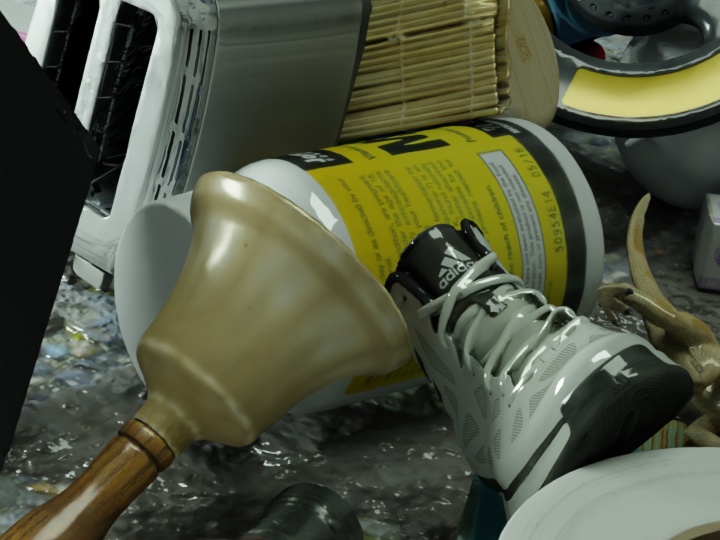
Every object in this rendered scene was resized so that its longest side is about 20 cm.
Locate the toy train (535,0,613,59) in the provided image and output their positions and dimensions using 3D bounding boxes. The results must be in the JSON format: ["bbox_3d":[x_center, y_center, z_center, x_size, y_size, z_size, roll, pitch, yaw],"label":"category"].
[{"bbox_3d":[0.053,-0.126,1.289,0.200,0.085,0.116,-19,6,-9],"label":"toy train"}]

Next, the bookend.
[{"bbox_3d":[-0.224,0.011,0.918,0.199,0.092,0.200,-19,35,21],"label":"bookend"}]

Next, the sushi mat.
[{"bbox_3d":[-0.009,-0.107,1.120,0.200,0.096,0.012,-7,-15,40],"label":"sushi mat"}]

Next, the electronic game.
[{"bbox_3d":[0.144,-0.160,1.213,0.200,0.042,0.200,-3,67,6],"label":"electronic game"}]

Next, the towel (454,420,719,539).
[{"bbox_3d":[0.143,0.108,0.975,0.200,0.022,0.147,13,28,6],"label":"towel"}]

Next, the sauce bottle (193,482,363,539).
[{"bbox_3d":[-0.059,0.136,0.813,0.066,0.066,0.200,20,27,20],"label":"sauce bottle"}]

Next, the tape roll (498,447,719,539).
[{"bbox_3d":[0.128,0.165,0.731,0.202,0.139,0.203,7,26,-4],"label":"tape roll"}]

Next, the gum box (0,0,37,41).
[{"bbox_3d":[-0.151,-0.098,1.175,0.066,0.114,0.200,17,28,15],"label":"gum box"}]

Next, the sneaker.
[{"bbox_3d":[0.050,0.032,0.854,0.076,0.201,0.115,-37,82,-11],"label":"sneaker"}]

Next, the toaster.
[{"bbox_3d":[-0.080,-0.086,1.070,0.114,0.200,0.129,32,26,29],"label":"toaster"}]

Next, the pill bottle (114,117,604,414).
[{"bbox_3d":[0.000,0.000,1.034,0.200,0.114,0.114,-12,34,-36],"label":"pill bottle"}]

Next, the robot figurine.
[{"bbox_3d":[0.222,-0.090,1.274,0.200,0.113,0.170,-1,28,-20],"label":"robot figurine"}]

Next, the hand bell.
[{"bbox_3d":[-0.083,0.070,0.854,0.104,0.104,0.200,28,66,32],"label":"hand bell"}]

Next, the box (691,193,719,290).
[{"bbox_3d":[0.273,-0.002,1.202,0.200,0.041,0.039,9,27,-3],"label":"box"}]

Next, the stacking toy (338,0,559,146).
[{"bbox_3d":[-0.005,-0.085,1.165,0.200,0.085,0.085,-14,15,30],"label":"stacking toy"}]

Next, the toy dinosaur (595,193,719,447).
[{"bbox_3d":[0.144,0.039,1.046,0.101,0.058,0.200,8,31,-40],"label":"toy dinosaur"}]
